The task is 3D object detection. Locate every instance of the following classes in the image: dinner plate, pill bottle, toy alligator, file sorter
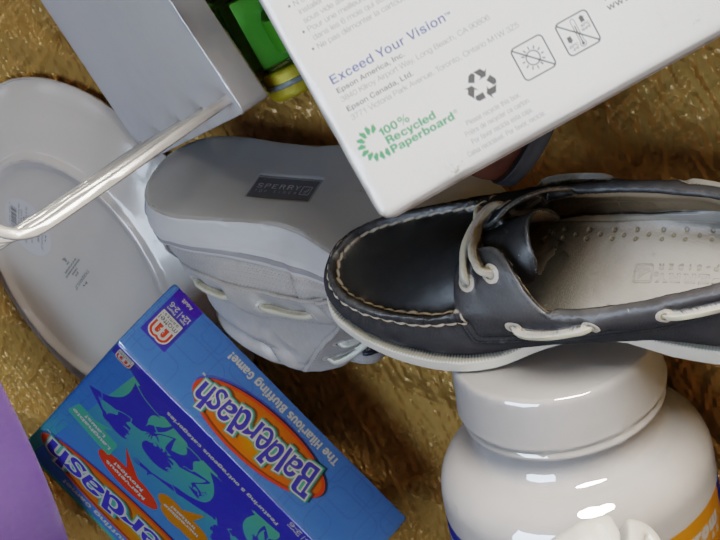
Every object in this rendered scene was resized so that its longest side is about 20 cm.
[{"bbox_3d":[-0.133,-0.002,1.258,0.199,0.024,0.201,29,137,31],"label":"dinner plate"},{"bbox_3d":[0.094,0.112,1.027,0.112,0.112,0.201,16,131,39],"label":"pill bottle"},{"bbox_3d":[-0.042,-0.107,1.045,0.060,0.054,0.200,62,164,-12],"label":"toy alligator"},{"bbox_3d":[-0.147,-0.087,1.062,0.139,0.124,0.200,57,166,-6],"label":"file sorter"}]

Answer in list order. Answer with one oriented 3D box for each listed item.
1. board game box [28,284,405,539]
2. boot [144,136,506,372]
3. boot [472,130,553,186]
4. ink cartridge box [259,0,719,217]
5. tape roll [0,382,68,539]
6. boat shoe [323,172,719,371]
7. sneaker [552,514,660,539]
[{"bbox_3d":[-0.077,0.102,1.224,0.152,0.045,0.200,45,154,-1],"label":"board game box"},{"bbox_3d":[0.000,0.000,1.087,0.199,0.074,0.096,14,145,41],"label":"boot"},{"bbox_3d":[-0.022,-0.112,0.901,0.069,0.198,0.189,-99,10,-47],"label":"boot"},{"bbox_3d":[0.045,-0.150,0.825,0.195,0.043,0.201,-28,99,11],"label":"ink cartridge box"},{"bbox_3d":[-0.233,0.092,1.337,0.201,0.085,0.200,56,163,27],"label":"tape roll"},{"bbox_3d":[0.073,-0.002,0.944,0.199,0.074,0.060,5,158,25],"label":"boat shoe"},{"bbox_3d":[0.153,0.165,0.949,0.199,0.081,0.075,21,115,-14],"label":"sneaker"}]
